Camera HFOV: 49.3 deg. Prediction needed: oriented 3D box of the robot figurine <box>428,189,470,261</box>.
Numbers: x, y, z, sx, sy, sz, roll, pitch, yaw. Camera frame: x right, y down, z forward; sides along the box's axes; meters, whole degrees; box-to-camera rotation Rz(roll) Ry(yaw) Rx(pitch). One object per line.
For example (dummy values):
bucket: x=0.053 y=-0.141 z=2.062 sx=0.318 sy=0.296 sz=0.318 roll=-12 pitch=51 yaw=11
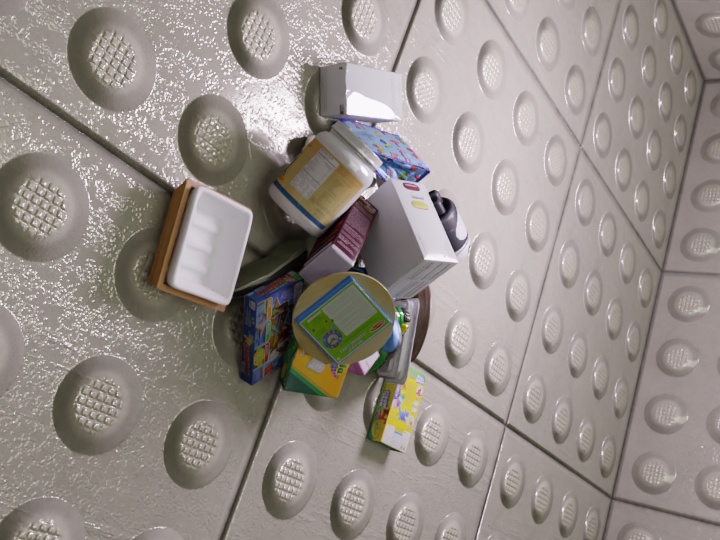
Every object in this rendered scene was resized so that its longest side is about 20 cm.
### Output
robot figurine: x=0.199 y=-0.102 z=1.952 sx=0.150 sy=0.125 sz=0.200 roll=-53 pitch=130 yaw=-30

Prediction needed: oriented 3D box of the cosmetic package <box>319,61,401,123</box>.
cosmetic package: x=0.004 y=-0.387 z=1.726 sx=0.200 sy=0.081 sz=0.113 roll=-3 pitch=96 yaw=-49

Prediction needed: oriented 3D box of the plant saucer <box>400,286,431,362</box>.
plant saucer: x=0.119 y=0.118 z=1.853 sx=0.029 sy=0.200 sz=0.201 roll=11 pitch=83 yaw=-13

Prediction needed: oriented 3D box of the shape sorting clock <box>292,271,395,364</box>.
shape sorting clock: x=-0.031 y=0.092 z=1.504 sx=0.039 sy=0.199 sz=0.200 roll=-107 pitch=-179 yaw=-67

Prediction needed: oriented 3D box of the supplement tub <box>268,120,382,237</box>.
supplement tub: x=-0.067 y=-0.181 z=1.550 sx=0.200 sy=0.145 sz=0.145 roll=-47 pitch=135 yaw=4

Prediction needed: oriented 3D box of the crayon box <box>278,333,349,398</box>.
crayon box: x=-0.076 y=0.149 z=1.568 sx=0.118 sy=0.058 sz=0.200 roll=12 pitch=107 yaw=-22

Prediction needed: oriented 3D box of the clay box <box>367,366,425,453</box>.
clay box: x=0.092 y=0.335 z=1.924 sx=0.115 sy=0.048 sz=0.200 roll=37 pitch=64 yaw=-46

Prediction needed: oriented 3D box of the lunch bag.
lunch bag: x=0.033 y=-0.260 z=1.707 sx=0.200 sy=0.151 sz=0.094 roll=24 pitch=113 yaw=-45

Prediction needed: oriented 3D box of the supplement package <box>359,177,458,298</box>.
supplement package: x=0.084 y=-0.065 z=1.644 sx=0.111 sy=0.156 sz=0.200 roll=2 pitch=58 yaw=-44

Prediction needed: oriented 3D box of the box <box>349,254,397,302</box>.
box: x=0.000 y=0.000 z=1.745 sx=0.160 sy=0.044 sz=0.201 roll=-26 pitch=107 yaw=-45

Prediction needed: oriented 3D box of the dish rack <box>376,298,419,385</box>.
dish rack: x=0.079 y=0.162 z=1.826 sx=0.043 sy=0.172 sz=0.201 roll=13 pitch=81 yaw=-13

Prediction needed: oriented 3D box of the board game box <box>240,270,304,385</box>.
board game box: x=-0.172 y=0.113 z=1.537 sx=0.135 sy=0.034 sz=0.200 roll=-29 pitch=136 yaw=-46

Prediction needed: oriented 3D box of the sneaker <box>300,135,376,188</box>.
sneaker: x=-0.040 y=-0.229 z=1.674 sx=0.200 sy=0.093 sz=0.071 roll=36 pitch=66 yaw=-46

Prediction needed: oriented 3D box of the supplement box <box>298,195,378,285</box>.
supplement box: x=-0.041 y=-0.058 z=1.566 sx=0.061 sy=0.109 sz=0.200 roll=41 pitch=38 yaw=-15

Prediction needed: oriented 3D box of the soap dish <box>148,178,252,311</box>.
soap dish: x=-0.287 y=-0.043 z=1.402 sx=0.157 sy=0.081 sz=0.201 roll=26 pitch=74 yaw=-48

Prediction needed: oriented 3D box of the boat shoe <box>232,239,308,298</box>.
boat shoe: x=-0.178 y=0.008 z=1.545 sx=0.201 sy=0.072 sz=0.061 roll=-34 pitch=129 yaw=-37

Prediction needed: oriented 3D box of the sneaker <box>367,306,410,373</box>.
sneaker: x=0.026 y=0.153 z=1.762 sx=0.085 sy=0.078 sz=0.200 roll=15 pitch=120 yaw=-30

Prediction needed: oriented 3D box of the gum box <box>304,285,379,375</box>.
gum box: x=-0.048 y=0.132 z=1.681 sx=0.066 sy=0.113 sz=0.200 roll=-48 pitch=128 yaw=-36

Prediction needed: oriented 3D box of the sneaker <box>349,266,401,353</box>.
sneaker: x=0.023 y=0.082 z=1.640 sx=0.078 sy=0.066 sz=0.200 roll=18 pitch=45 yaw=-53
